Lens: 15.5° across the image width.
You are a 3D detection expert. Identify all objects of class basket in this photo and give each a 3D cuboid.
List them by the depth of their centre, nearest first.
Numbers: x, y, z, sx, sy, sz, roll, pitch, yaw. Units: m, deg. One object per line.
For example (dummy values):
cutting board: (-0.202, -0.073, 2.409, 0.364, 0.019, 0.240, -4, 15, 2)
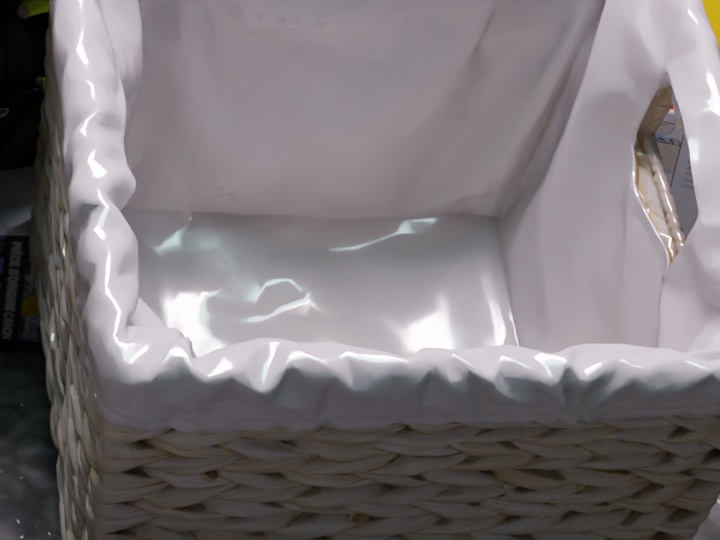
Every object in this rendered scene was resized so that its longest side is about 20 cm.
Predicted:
basket: (0.000, 0.000, 0.799, 0.200, 0.161, 0.198, 1, 51, -15)

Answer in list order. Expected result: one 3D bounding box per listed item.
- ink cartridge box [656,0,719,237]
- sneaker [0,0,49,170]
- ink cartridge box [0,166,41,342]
ink cartridge box: (0.164, -0.057, 1.048, 0.200, 0.084, 0.176, 13, 30, 3)
sneaker: (-0.107, -0.064, 0.881, 0.200, 0.072, 0.083, -17, 4, -7)
ink cartridge box: (-0.048, -0.022, 0.968, 0.200, 0.050, 0.109, 0, 33, -17)
